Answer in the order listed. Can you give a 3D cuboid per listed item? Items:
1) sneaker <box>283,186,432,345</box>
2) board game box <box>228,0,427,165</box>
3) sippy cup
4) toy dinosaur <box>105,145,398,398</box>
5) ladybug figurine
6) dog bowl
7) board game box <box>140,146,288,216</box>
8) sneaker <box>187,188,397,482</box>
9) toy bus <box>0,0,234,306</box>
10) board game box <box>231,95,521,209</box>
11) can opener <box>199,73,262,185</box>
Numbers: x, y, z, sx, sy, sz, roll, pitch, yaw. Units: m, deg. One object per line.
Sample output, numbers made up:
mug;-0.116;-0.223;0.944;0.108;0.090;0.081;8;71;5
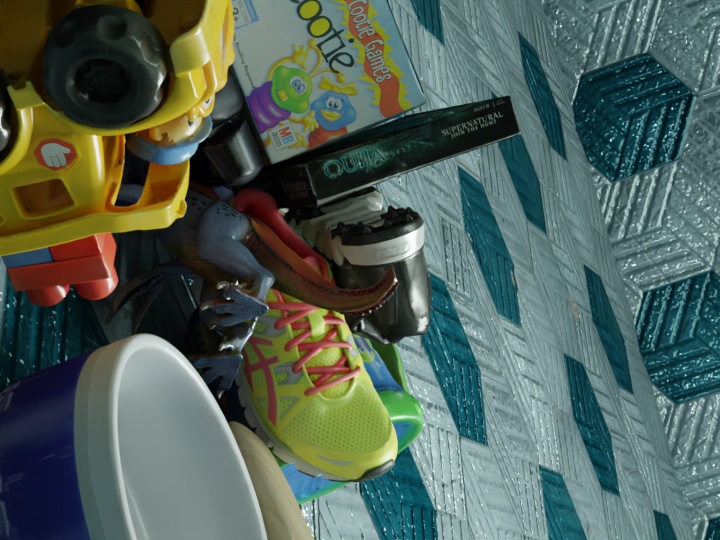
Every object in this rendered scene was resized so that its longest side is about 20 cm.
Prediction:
sneaker;0.000;0.000;1.470;0.200;0.066;0.091;-148;-138;-73
board game box;-0.037;-0.131;1.477;0.200;0.102;0.106;-167;-125;-83
sippy cup;-0.046;0.069;1.513;0.131;0.139;0.178;64;1;16
toy dinosaur;-0.093;-0.015;1.391;0.182;0.198;0.106;-104;-166;-46
ladybug figurine;-0.057;0.184;1.380;0.136;0.071;0.201;121;-54;-80
dog bowl;-0.118;0.140;1.235;0.200;0.078;0.202;-19;90;-75
board game box;-0.105;-0.112;1.638;0.200;0.056;0.167;29;45;-69
sneaker;-0.040;0.036;1.407;0.201;0.078;0.091;54;-33;22
toy bus;-0.144;-0.072;1.187;0.136;0.198;0.193;-86;161;-51
board game box;0.004;-0.070;1.463;0.200;0.134;0.028;178;-107;-74
can opener;-0.104;-0.092;1.416;0.200;0.063;0.079;-138;-150;-77
